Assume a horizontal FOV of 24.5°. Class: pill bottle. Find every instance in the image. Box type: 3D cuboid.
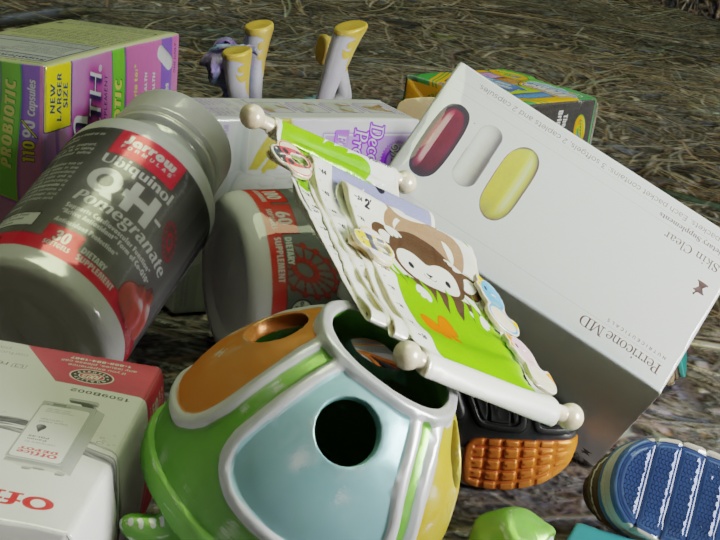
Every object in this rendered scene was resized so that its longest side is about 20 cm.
[{"bbox_3d":[0.000,0.000,1.137,0.198,0.117,0.116,-4,21,-24],"label":"pill bottle"},{"bbox_3d":[-0.158,-0.025,1.042,0.110,0.111,0.201,14,44,16],"label":"pill bottle"}]

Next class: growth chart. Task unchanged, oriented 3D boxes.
[{"bbox_3d":[0.027,-0.001,0.838,0.144,0.018,0.201,16,32,-45],"label":"growth chart"}]

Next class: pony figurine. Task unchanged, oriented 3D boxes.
[{"bbox_3d":[-0.074,-0.099,1.367,0.191,0.202,0.167,-15,32,-19],"label":"pony figurine"}]

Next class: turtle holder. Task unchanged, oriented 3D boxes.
[{"bbox_3d":[-0.009,0.101,0.779,0.186,0.132,0.141,45,22,18],"label":"turtle holder"}]

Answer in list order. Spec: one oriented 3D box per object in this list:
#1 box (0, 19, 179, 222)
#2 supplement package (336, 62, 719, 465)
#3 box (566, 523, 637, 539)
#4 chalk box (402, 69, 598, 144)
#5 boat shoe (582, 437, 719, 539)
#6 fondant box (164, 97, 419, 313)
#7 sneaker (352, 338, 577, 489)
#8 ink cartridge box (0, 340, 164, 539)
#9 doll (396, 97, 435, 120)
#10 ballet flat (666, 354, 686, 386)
[{"bbox_3d":[-0.215,-0.076,1.173,0.096,0.178,0.200,10,16,18],"label":"box"},{"bbox_3d":[0.102,0.001,1.001,0.199,0.111,0.156,33,-22,6],"label":"supplement package"},{"bbox_3d":[0.110,0.182,0.750,0.081,0.050,0.200,14,18,16],"label":"box"},{"bbox_3d":[0.140,-0.119,1.597,0.123,0.126,0.199,23,21,37],"label":"chalk box"},{"bbox_3d":[0.211,0.139,0.885,0.198,0.073,0.072,26,-15,-10],"label":"boat shoe"},{"bbox_3d":[-0.059,-0.051,1.238,0.198,0.146,0.058,-4,21,-36],"label":"fondant box"},{"bbox_3d":[0.039,0.075,1.021,0.198,0.077,0.092,14,13,12],"label":"sneaker"},{"bbox_3d":[-0.182,0.105,0.783,0.145,0.084,0.200,10,17,1],"label":"ink cartridge box"},{"bbox_3d":[0.040,-0.071,1.389,0.048,0.138,0.200,2,-15,-3],"label":"doll"},{"bbox_3d":[0.187,0.025,1.137,0.065,0.201,0.071,-2,57,13],"label":"ballet flat"}]
